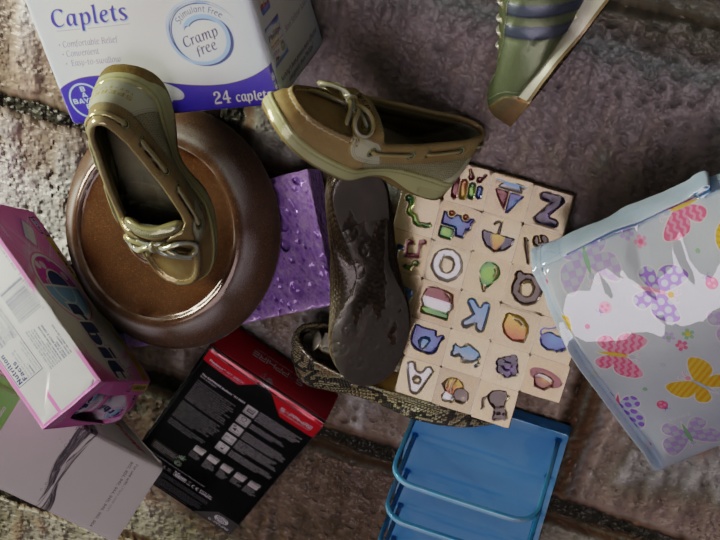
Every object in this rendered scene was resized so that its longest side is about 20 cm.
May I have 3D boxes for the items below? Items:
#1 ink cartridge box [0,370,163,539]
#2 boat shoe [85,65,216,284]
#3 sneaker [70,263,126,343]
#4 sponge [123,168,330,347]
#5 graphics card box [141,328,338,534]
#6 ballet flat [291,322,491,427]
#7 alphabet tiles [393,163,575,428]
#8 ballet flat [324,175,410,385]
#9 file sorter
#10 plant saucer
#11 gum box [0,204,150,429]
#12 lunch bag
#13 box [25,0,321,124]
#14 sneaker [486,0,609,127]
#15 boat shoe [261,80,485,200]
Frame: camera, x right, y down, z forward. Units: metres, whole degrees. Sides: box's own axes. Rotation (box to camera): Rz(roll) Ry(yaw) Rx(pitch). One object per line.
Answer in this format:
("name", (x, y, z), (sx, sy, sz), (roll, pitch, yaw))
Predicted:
("ink cartridge box", (-0.292, 0.141, 1.314), (0.200, 0.145, 0.084), (34, 88, -32))
("boat shoe", (-0.158, -0.056, 1.108), (0.073, 0.063, 0.201), (6, 137, 14))
("sneaker", (-0.252, 0.032, 1.348), (0.199, 0.071, 0.083), (-13, 100, 30))
("sponge", (-0.115, -0.008, 1.238), (0.199, 0.030, 0.112), (-12, 92, 22))
("graphics card box", (-0.121, 0.149, 1.385), (0.125, 0.051, 0.200), (33, 129, -5))
("ballet flat", (0.032, 0.084, 1.260), (0.199, 0.068, 0.075), (13, 152, 15))
("alphabet tiles", (0.096, 0.020, 1.187), (0.165, 0.006, 0.201), (16, 107, 9))
("ballet flat", (0.000, 0.000, 1.170), (0.067, 0.046, 0.201), (-11, 121, -9))
("file sorter", (0.088, 0.225, 1.313), (0.138, 0.123, 0.201), (16, 128, 9))
("plant saucer", (-0.161, -0.034, 1.221), (0.199, 0.032, 0.202), (2, 96, 20))
("gum box", (-0.266, 0.041, 1.243), (0.066, 0.113, 0.200), (-39, 79, 8))
("lunch bag", (0.242, 0.023, 1.092), (0.169, 0.127, 0.200), (-27, 122, 24))
("box", (-0.148, -0.223, 1.087), (0.183, 0.105, 0.201), (-3, 123, 23))
("sneaker", (0.125, -0.198, 1.029), (0.090, 0.067, 0.200), (37, 129, 2))
("boat shoe", (0.012, -0.103, 1.080), (0.200, 0.073, 0.063), (16, 126, -46))
